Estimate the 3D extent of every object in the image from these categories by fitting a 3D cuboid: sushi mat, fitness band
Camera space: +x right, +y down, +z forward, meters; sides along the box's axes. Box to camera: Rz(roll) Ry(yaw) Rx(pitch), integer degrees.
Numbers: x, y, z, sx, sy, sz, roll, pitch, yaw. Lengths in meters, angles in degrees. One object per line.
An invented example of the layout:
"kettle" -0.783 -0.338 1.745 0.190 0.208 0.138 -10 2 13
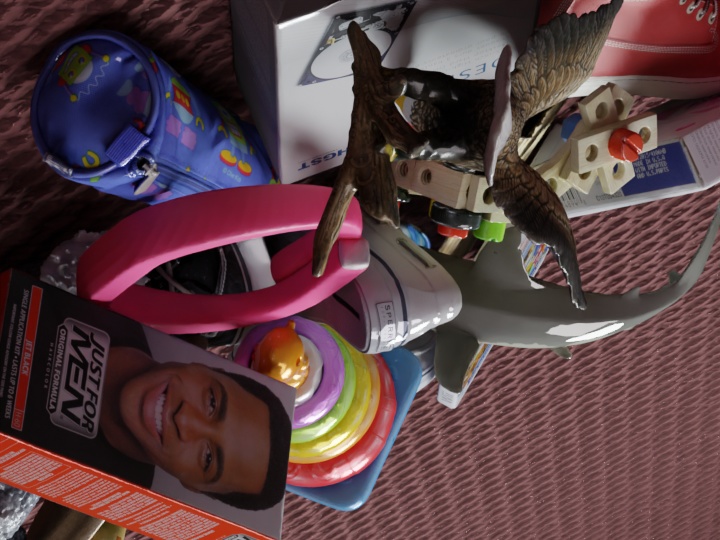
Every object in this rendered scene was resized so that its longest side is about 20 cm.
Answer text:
"sushi mat" 0.084 -0.049 1.845 0.096 0.012 0.200 -49 173 -42
"fitness band" -0.079 -0.003 1.594 0.143 0.038 0.200 -1 164 -25

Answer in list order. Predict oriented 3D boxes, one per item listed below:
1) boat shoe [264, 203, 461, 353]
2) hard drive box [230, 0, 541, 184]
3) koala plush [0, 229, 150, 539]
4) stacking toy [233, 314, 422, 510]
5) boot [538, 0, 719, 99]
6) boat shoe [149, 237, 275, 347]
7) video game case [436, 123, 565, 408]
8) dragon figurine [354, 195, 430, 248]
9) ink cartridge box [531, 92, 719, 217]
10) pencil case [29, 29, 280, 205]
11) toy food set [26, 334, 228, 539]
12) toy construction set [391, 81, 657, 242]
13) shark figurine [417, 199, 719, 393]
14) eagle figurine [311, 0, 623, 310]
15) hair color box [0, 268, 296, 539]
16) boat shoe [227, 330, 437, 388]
"boat shoe" 0.000 0.000 1.690 0.066 0.200 0.074 -10 116 -19
"hard drive box" 0.013 -0.142 1.524 0.155 0.077 0.200 -21 160 -8
"koala plush" -0.214 0.062 1.703 0.200 0.184 0.177 -39 170 -26
"stacking toy" -0.040 0.069 1.756 0.116 0.109 0.200 -65 167 -8
"boot" 0.195 -0.167 1.684 0.199 0.073 0.144 -8 153 -29
"boat shoe" -0.097 0.004 1.782 0.068 0.072 0.200 -20 166 -13
"video game case" 0.098 0.000 1.943 0.144 0.018 0.200 -59 170 -21
"dragon figurine" 0.007 -0.028 1.823 0.099 0.059 0.200 -18 162 -22
"ink cartridge box" 0.227 -0.094 1.786 0.199 0.043 0.196 -28 -173 -27
"pencil case" -0.108 -0.067 1.560 0.078 0.087 0.200 -38 159 9
"toy food set" -0.145 0.123 1.758 0.198 0.049 0.200 -53 -172 14
"toy construction set" 0.074 -0.063 1.662 0.131 0.093 0.200 2 180 -40
"shark figurine" 0.113 0.004 1.695 0.213 0.128 0.090 -1 125 4
"eagle figurine" 0.072 -0.072 1.485 0.199 0.151 0.152 8 134 -38
"hair color box" -0.135 0.085 1.603 0.199 0.102 0.061 24 147 -32
"boat shoe" -0.004 0.050 1.967 0.200 0.074 0.067 -14 142 -47
